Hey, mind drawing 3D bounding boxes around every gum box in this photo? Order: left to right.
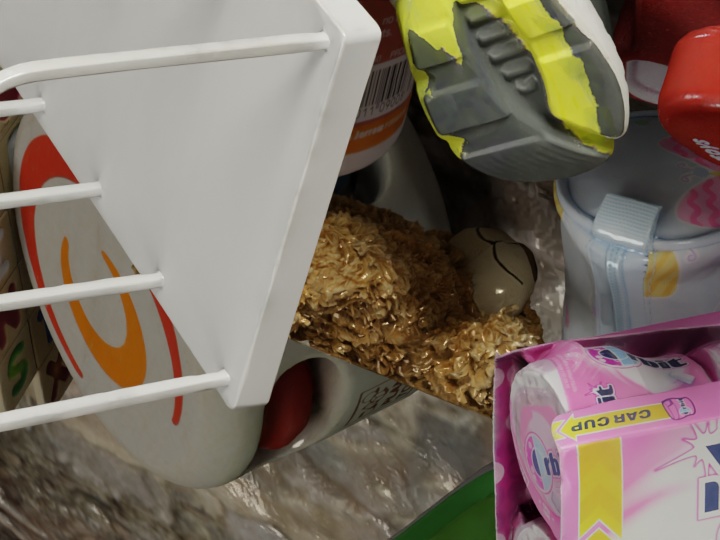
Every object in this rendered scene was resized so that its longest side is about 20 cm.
[{"bbox_3d":[0.109,0.109,0.817,0.066,0.113,0.201,-124,27,-58],"label":"gum box"}]

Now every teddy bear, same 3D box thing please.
[{"bbox_3d":[0.000,0.000,0.850,0.199,0.067,0.145,22,180,-29],"label":"teddy bear"}]

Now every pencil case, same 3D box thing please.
[{"bbox_3d":[0.111,0.038,0.898,0.083,0.091,0.201,32,140,35],"label":"pencil case"}]

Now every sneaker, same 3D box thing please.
[{"bbox_3d":[0.021,-0.120,0.685,0.074,0.085,0.201,-13,126,15],"label":"sneaker"}]

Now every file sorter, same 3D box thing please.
[{"bbox_3d":[-0.108,-0.068,0.718,0.200,0.124,0.139,53,138,37],"label":"file sorter"}]

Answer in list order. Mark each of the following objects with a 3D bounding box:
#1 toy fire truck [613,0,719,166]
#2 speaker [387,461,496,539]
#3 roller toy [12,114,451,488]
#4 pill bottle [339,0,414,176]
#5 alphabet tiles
[{"bbox_3d":[0.171,-0.061,0.695,0.199,0.113,0.168,16,170,8],"label":"toy fire truck"},{"bbox_3d":[0.027,0.155,1.008,0.088,0.200,0.089,34,142,32],"label":"speaker"},{"bbox_3d":[-0.050,-0.011,1.023,0.182,0.139,0.201,21,129,56],"label":"roller toy"},{"bbox_3d":[-0.021,-0.139,0.781,0.112,0.112,0.201,34,127,31],"label":"pill bottle"},{"bbox_3d":[-0.137,-0.036,1.104,0.006,0.167,0.201,11,134,16],"label":"alphabet tiles"}]
